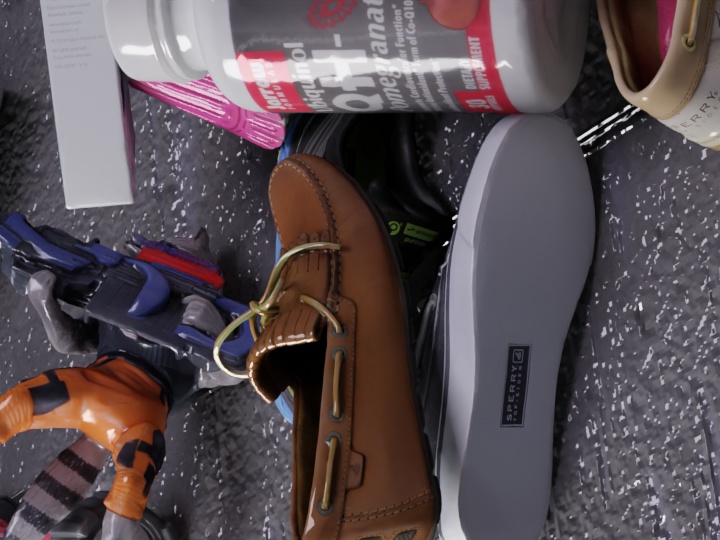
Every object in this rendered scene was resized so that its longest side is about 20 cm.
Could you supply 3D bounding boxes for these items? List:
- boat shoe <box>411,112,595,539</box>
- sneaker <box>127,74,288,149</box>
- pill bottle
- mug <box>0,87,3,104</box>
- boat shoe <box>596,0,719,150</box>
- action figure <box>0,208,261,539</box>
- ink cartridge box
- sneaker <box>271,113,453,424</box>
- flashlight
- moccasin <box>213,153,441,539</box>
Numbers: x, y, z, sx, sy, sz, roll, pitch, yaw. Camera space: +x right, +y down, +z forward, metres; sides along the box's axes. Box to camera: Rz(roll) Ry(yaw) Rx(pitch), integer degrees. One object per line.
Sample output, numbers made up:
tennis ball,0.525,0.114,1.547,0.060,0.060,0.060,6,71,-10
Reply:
boat shoe,0.053,0.028,1.273,0.068,0.072,0.200,6,91,52
sneaker,-0.065,-0.117,1.422,0.088,0.081,0.200,-65,12,2
pill bottle,-0.007,-0.124,1.263,0.200,0.111,0.111,1,78,19
mug,-0.308,-0.040,1.715,0.200,0.147,0.176,-164,85,-72
boat shoe,0.127,-0.148,1.226,0.074,0.069,0.200,-39,51,40
action figure,-0.143,0.047,1.452,0.200,0.194,0.105,29,148,16
ink cartridge box,-0.136,-0.139,1.384,0.099,0.039,0.200,-99,6,-68
sneaker,0.000,0.000,1.344,0.083,0.071,0.200,-33,51,51
flashlight,-0.173,0.146,1.539,0.200,0.068,0.068,2,85,58
moccasin,-0.020,0.037,1.256,0.074,0.078,0.202,121,146,-58
